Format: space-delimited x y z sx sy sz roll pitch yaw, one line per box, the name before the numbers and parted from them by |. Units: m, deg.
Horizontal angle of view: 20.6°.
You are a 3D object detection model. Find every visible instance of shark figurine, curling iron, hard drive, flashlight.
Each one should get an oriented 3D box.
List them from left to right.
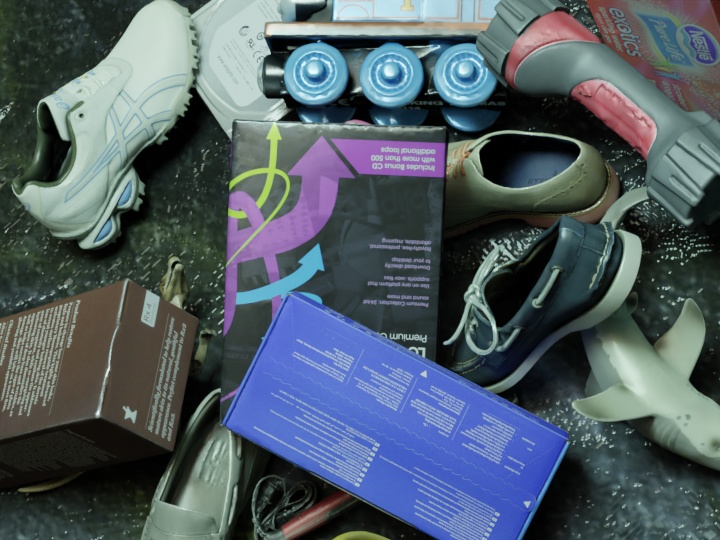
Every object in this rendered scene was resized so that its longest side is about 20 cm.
hard drive | -0.038 -0.184 1.492 0.199 0.038 0.140 -35 56 1
curling iron | 0.013 0.126 1.304 0.199 0.026 0.050 -27 59 7
flashlight | 0.160 -0.104 1.282 0.068 0.068 0.200 -22 55 -32
shark figurine | 0.164 0.043 1.261 0.127 0.090 0.216 -6 63 -20

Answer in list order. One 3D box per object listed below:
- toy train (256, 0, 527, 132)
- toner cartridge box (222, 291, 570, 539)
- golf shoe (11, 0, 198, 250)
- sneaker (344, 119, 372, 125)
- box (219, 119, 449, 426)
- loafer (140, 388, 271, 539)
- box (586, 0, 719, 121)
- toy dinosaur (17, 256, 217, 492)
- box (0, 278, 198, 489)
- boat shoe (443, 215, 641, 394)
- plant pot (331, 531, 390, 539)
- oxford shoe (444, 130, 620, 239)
toy train | 0.026 -0.161 1.400 0.198 0.087 0.115 1 76 7
toner cartridge box | 0.023 0.100 1.240 0.199 0.043 0.096 28 94 4
golf shoe | -0.189 -0.120 1.463 0.078 0.097 0.202 11 76 42
sneaker | 0.000 0.000 1.341 0.087 0.081 0.202 7 88 5
box | -0.017 0.005 1.283 0.142 0.036 0.202 2 90 6
loafer | -0.117 0.173 1.307 0.069 0.070 0.201 7 66 26
box | 0.212 -0.192 1.290 0.094 0.200 0.103 14 68 29
toy dinosaur | -0.152 0.094 1.388 0.101 0.058 0.201 31 91 50
box | -0.207 0.081 1.353 0.199 0.075 0.101 -16 55 43
boat shoe | 0.099 0.022 1.239 0.200 0.061 0.075 -37 33 59
plant pot | -0.011 0.286 1.137 0.189 0.200 0.201 -44 54 14
oxford shoe | 0.074 -0.069 1.357 0.198 0.074 0.071 -5 63 22
